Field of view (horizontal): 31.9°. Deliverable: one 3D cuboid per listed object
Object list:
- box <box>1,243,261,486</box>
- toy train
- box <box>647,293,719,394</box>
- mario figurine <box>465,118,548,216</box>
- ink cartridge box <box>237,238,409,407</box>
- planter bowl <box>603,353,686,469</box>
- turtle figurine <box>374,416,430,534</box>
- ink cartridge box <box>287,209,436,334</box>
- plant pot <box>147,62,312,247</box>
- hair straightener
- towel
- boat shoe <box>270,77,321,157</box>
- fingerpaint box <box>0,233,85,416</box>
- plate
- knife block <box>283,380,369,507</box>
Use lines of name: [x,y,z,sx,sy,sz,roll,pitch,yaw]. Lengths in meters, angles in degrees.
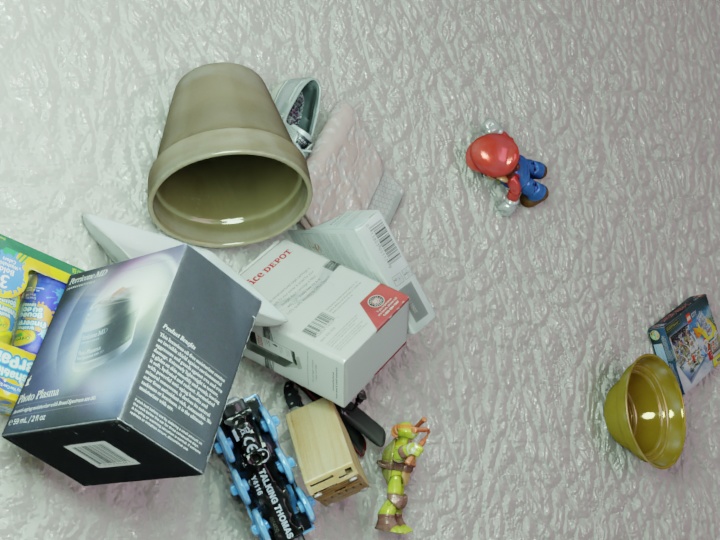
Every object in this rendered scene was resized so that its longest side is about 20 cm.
box: [-0.231,0.098,1.273,0.123,0.199,0.199,41,51,-35]
toy train: [-0.121,0.247,1.527,0.086,0.114,0.201,-24,89,-12]
box: [0.633,0.142,2.433,0.200,0.038,0.137,-26,99,-48]
mario figurine: [0.229,-0.169,2.071,0.200,0.106,0.124,25,25,-53]
ink cartridge box: [-0.060,0.061,1.568,0.147,0.199,0.083,-43,147,-39]
planter bowl: [0.485,0.251,2.208,0.200,0.083,0.201,17,67,-45]
turtle figurine: [0.052,0.274,1.713,0.064,0.200,0.162,8,81,0]
ink cartridge box: [0.000,0.000,1.656,0.057,0.200,0.163,-36,107,-19]
plant pot: [-0.167,-0.152,1.551,0.200,0.200,0.174,24,45,-41]
hair straightener: [-0.026,0.165,1.681,0.200,0.077,0.041,51,29,-21]
towel: [-0.016,-0.107,1.780,0.191,0.032,0.200,54,45,-34]
boat shoe: [-0.098,-0.178,1.696,0.070,0.071,0.202,34,58,-38]
fingerpaint box: [-0.348,0.074,1.354,0.200,0.073,0.168,28,60,-39]
plate: [-0.209,0.006,1.468,0.199,0.200,0.032,17,104,-43]
knife block: [-0.054,0.198,1.561,0.200,0.064,0.176,67,-2,-73]
